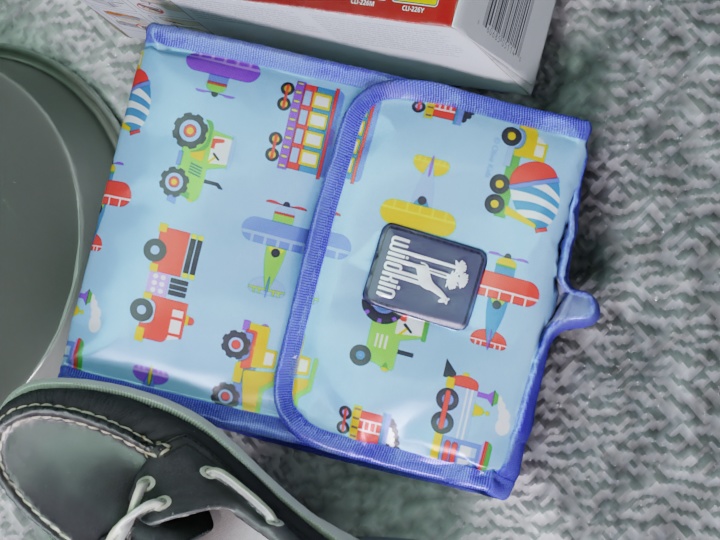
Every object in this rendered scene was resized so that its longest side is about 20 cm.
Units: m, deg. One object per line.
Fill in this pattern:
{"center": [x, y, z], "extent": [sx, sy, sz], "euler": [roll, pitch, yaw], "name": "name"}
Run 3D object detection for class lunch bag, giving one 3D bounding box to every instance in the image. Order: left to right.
{"center": [0.000, 0.000, 1.167], "extent": [0.199, 0.094, 0.151], "euler": [12, 86, 16], "name": "lunch bag"}

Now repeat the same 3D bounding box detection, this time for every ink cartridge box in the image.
{"center": [-0.010, -0.178, 1.187], "extent": [0.199, 0.084, 0.176], "euler": [10, 78, 28], "name": "ink cartridge box"}

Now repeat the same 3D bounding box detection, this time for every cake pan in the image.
{"center": [-0.187, -0.006, 1.290], "extent": [0.199, 0.037, 0.201], "euler": [-4, 81, 27], "name": "cake pan"}

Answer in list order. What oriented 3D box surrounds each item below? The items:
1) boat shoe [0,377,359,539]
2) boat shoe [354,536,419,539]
{"center": [-0.062, 0.108, 1.104], "extent": [0.200, 0.060, 0.074], "euler": [34, 104, 8], "name": "boat shoe"}
{"center": [-0.058, 0.149, 1.178], "extent": [0.198, 0.074, 0.068], "euler": [-10, 86, 19], "name": "boat shoe"}
